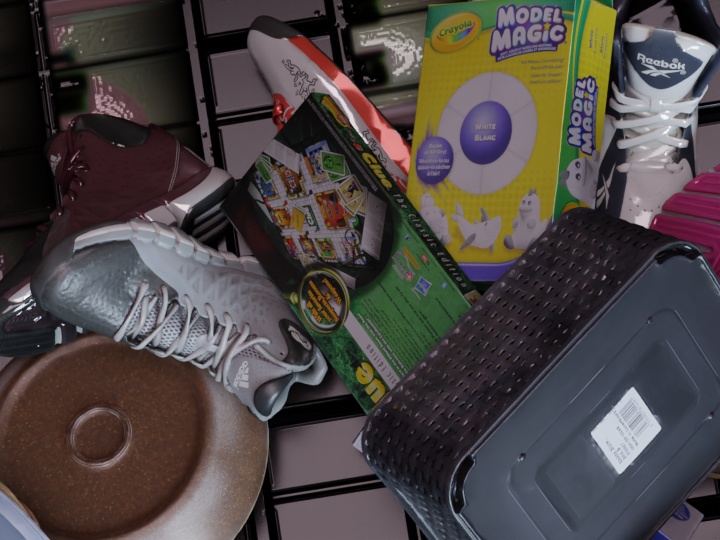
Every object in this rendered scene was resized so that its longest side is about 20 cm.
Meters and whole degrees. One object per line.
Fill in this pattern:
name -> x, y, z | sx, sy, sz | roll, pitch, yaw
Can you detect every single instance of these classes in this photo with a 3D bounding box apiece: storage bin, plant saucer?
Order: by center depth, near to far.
storage bin -> 0.117, 0.079, 1.147 | 0.200, 0.094, 0.135 | -45, 122, -13
plant saucer -> -0.158, 0.108, 1.278 | 0.200, 0.037, 0.201 | -4, 64, 8

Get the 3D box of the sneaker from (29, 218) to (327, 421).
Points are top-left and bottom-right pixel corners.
sneaker -> -0.094, 0.036, 1.230 | 0.075, 0.200, 0.116 | -56, 49, 25

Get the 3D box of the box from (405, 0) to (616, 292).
box -> 0.089, -0.088, 1.238 | 0.117, 0.048, 0.201 | 0, 78, 41

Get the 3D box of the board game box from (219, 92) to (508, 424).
board game box -> 0.000, 0.000, 1.243 | 0.105, 0.023, 0.200 | -47, 66, 26

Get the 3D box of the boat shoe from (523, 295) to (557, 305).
boat shoe -> 0.107, -0.077, 1.295 | 0.072, 0.067, 0.201 | -4, 76, -42

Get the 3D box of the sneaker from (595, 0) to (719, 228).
sneaker -> 0.180, -0.103, 1.277 | 0.079, 0.130, 0.200 | 8, 82, 5

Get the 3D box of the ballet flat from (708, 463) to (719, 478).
ballet flat -> 0.265, 0.073, 1.248 | 0.200, 0.057, 0.067 | -28, 89, -28

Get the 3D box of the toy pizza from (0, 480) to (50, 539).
toy pizza -> -0.217, 0.187, 1.239 | 0.200, 0.200, 0.032 | 46, 52, 8

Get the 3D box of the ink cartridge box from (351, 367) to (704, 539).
ink cartridge box -> 0.101, 0.128, 1.266 | 0.200, 0.044, 0.094 | 37, 125, 7

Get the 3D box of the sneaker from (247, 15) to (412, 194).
sneaker -> -0.028, -0.062, 1.313 | 0.108, 0.067, 0.201 | -43, 84, -6

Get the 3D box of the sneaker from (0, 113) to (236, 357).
sneaker -> -0.184, -0.031, 1.301 | 0.200, 0.076, 0.116 | -32, 65, -32

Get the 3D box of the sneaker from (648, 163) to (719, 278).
sneaker -> 0.218, 0.027, 1.276 | 0.081, 0.088, 0.200 | 27, 98, 40
